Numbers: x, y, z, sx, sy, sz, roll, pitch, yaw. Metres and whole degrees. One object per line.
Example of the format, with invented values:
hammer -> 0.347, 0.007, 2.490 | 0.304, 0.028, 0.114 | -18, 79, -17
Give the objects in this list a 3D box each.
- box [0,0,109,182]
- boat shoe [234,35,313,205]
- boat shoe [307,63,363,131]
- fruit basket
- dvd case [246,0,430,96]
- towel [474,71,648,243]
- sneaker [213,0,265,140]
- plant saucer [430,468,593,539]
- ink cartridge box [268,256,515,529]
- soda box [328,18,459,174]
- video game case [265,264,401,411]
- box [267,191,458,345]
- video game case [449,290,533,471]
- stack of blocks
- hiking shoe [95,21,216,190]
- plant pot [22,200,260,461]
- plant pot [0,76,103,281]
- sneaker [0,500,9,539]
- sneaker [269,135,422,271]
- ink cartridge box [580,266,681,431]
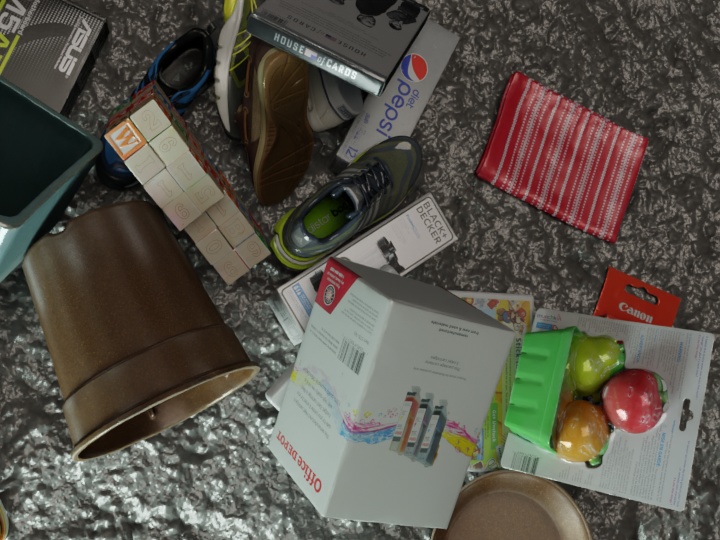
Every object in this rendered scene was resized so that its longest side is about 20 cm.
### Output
box -> -0.398, -0.220, 0.984 | 0.190, 0.048, 0.203 | 25, 79, -4
boat shoe -> -0.098, -0.161, 0.982 | 0.071, 0.202, 0.072 | -26, 54, -25
boat shoe -> -0.051, -0.248, 1.045 | 0.069, 0.070, 0.204 | -25, 65, 28
fruit basket -> 0.263, 0.143, 0.987 | 0.196, 0.094, 0.189 | 9, 74, 24
dvd case -> -0.017, -0.262, 0.961 | 0.148, 0.025, 0.201 | 26, 39, 1
towel -> 0.247, -0.139, 1.115 | 0.197, 0.022, 0.147 | 25, 79, -7
sneaker -> -0.115, -0.245, 1.017 | 0.083, 0.074, 0.205 | 6, 92, -3
plant saucer -> 0.165, 0.325, 1.026 | 0.196, 0.037, 0.205 | 2, 81, -11
ink cartridge box -> 0.024, 0.115, 0.864 | 0.142, 0.145, 0.204 | 15, 99, -29
soda box -> 0.038, -0.192, 1.059 | 0.067, 0.063, 0.203 | 28, 78, -7
video game case -> 0.026, 0.126, 0.964 | 0.182, 0.024, 0.200 | -46, 118, -7
box -> 0.000, 0.000, 0.998 | 0.198, 0.117, 0.061 | -33, 89, -14
video game case -> 0.112, 0.125, 1.051 | 0.178, 0.023, 0.205 | 3, 81, -11
stack of blocks -> -0.173, -0.085, 0.936 | 0.058, 0.115, 0.201 | -34, 114, 2
hiking shoe -> -0.225, -0.181, 0.992 | 0.074, 0.087, 0.202 | 31, 77, -5
plant pot -> -0.228, 0.053, 0.915 | 0.197, 0.200, 0.201 | -24, 80, -13
plant pot -> -0.399, -0.062, 0.876 | 0.194, 0.197, 0.201 | 32, 120, -8
sneaker -> -0.416, 0.194, 0.900 | 0.069, 0.090, 0.202 | -33, 90, -14
sneaker -> -0.003, -0.075, 0.957 | 0.200, 0.081, 0.074 | -43, 96, -21
ink cartridge box -> 0.316, 0.105, 1.079 | 0.107, 0.050, 0.203 | 22, 79, -7
